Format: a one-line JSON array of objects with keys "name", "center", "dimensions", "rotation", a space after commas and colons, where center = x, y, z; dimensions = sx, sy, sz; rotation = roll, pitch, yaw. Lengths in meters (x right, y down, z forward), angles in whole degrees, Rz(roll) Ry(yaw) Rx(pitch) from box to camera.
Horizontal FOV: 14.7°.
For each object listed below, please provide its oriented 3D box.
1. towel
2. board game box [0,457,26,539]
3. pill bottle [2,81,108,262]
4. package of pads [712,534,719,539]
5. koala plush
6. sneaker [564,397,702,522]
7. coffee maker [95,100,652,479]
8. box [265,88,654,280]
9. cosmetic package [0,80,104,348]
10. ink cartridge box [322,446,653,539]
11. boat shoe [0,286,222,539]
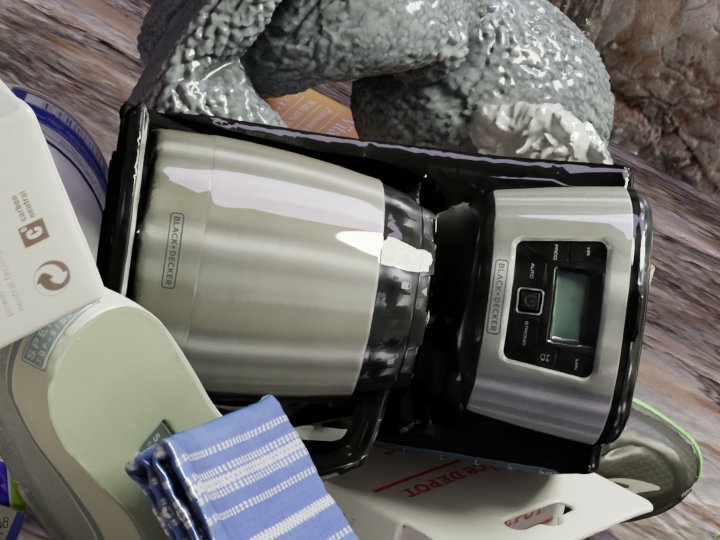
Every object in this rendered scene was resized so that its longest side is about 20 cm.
[{"name": "towel", "center": [0.007, 0.129, 0.869], "dimensions": [0.200, 0.024, 0.145], "rotation": [57, 13, 5]}, {"name": "board game box", "center": [-0.194, 0.053, 1.016], "dimensions": [0.134, 0.045, 0.200], "rotation": [22, 10, -13]}, {"name": "pill bottle", "center": [-0.168, -0.012, 1.216], "dimensions": [0.119, 0.120, 0.200], "rotation": [23, 9, -7]}, {"name": "package of pads", "center": [0.242, 0.143, 1.055], "dimensions": [0.200, 0.154, 0.068], "rotation": [49, 10, -1]}, {"name": "koala plush", "center": [0.028, -0.095, 1.197], "dimensions": [0.200, 0.184, 0.177], "rotation": [33, 18, -13]}, {"name": "sneaker", "center": [0.079, 0.095, 1.417], "dimensions": [0.199, 0.077, 0.084], "rotation": [11, 18, -13]}, {"name": "coffee maker", "center": [0.000, 0.000, 1.063], "dimensions": [0.199, 0.135, 0.192], "rotation": [9, 20, -7]}, {"name": "box", "center": [0.009, 0.018, 1.252], "dimensions": [0.200, 0.098, 0.124], "rotation": [28, 40, 16]}, {"name": "cosmetic package", "center": [-0.191, 0.005, 0.846], "dimensions": [0.101, 0.200, 0.071], "rotation": [41, -25, 57]}, {"name": "ink cartridge box", "center": [0.002, 0.092, 1.110], "dimensions": [0.200, 0.068, 0.115], "rotation": [26, 25, 34]}, {"name": "boat shoe", "center": [-0.081, 0.063, 0.949], "dimensions": [0.071, 0.070, 0.201], "rotation": [30, -23, 35]}]
